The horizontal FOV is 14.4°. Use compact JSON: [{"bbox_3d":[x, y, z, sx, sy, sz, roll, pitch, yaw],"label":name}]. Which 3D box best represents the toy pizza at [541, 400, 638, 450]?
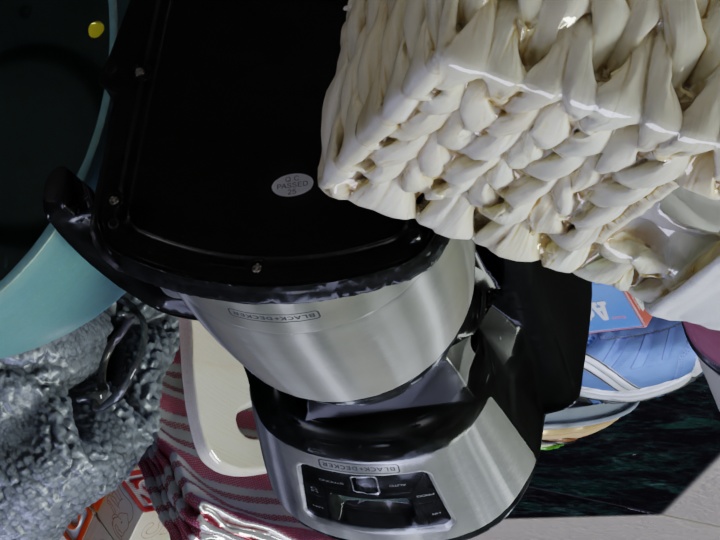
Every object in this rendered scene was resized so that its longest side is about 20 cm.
[{"bbox_3d":[0.043,0.057,1.462,0.200,0.032,0.200,7,-167,-2],"label":"toy pizza"}]

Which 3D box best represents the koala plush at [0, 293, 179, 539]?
[{"bbox_3d":[-0.201,0.020,1.360,0.177,0.184,0.200,-19,130,20],"label":"koala plush"}]

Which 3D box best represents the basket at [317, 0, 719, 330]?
[{"bbox_3d":[0.073,-0.102,0.727,0.123,0.200,0.136,13,163,-11],"label":"basket"}]

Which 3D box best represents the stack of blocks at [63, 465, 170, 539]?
[{"bbox_3d":[-0.076,0.093,1.509,0.200,0.115,0.059,-9,136,-42],"label":"stack of blocks"}]

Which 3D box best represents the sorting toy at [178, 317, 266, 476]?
[{"bbox_3d":[0.000,0.000,1.150,0.200,0.180,0.107,10,164,-16],"label":"sorting toy"}]

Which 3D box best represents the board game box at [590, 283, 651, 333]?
[{"bbox_3d":[0.032,-0.007,1.320,0.200,0.019,0.103,-8,125,40],"label":"board game box"}]

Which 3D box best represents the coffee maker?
[{"bbox_3d":[0.011,-0.031,0.903,0.135,0.192,0.200,25,162,23],"label":"coffee maker"}]

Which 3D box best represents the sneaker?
[{"bbox_3d":[0.084,0.018,1.379,0.200,0.076,0.077,1,164,23],"label":"sneaker"}]

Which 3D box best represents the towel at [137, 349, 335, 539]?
[{"bbox_3d":[-0.047,0.083,1.438,0.146,0.030,0.200,10,-152,-26],"label":"towel"}]

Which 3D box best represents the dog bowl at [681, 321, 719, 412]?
[{"bbox_3d":[0.199,-0.015,1.034,0.200,0.200,0.074,-11,129,46],"label":"dog bowl"}]

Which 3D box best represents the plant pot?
[{"bbox_3d":[-0.145,-0.056,0.984,0.200,0.201,0.161,0,171,18],"label":"plant pot"}]

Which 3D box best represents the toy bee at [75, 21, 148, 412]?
[{"bbox_3d":[-0.132,-0.040,1.121,0.109,0.131,0.200,25,-174,-16],"label":"toy bee"}]
